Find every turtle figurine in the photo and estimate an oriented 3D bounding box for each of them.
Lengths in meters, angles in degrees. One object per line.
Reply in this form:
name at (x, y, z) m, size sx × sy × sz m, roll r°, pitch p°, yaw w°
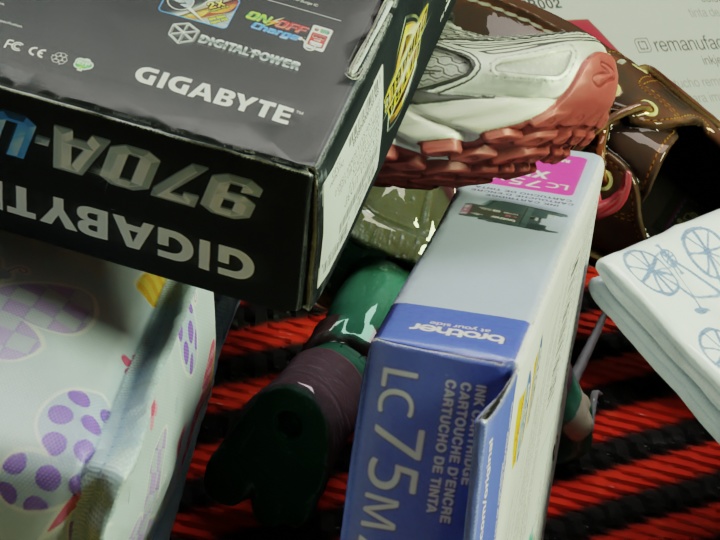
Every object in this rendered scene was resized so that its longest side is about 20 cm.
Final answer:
turtle figurine at (0.000, 0.000, 0.878) m, size 0.149 × 0.101 × 0.200 m, roll 24°, pitch 27°, yaw 22°

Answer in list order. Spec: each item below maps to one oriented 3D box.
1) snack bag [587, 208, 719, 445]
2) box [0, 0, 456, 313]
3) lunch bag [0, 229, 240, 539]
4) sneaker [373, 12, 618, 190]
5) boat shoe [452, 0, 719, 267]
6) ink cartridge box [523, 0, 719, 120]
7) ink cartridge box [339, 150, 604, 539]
snack bag at (0.172, 0.055, 0.831) m, size 0.200 × 0.021 × 0.188 m, roll 52°, pitch 34°, yaw 15°
box at (-0.079, -0.083, 0.665) m, size 0.199 × 0.046 × 0.159 m, roll 15°, pitch 47°, yaw 9°
lunch bag at (-0.120, 0.014, 0.692) m, size 0.169 × 0.128 × 0.200 m, roll 15°, pitch 26°, yaw 3°
sneaker at (-0.030, -0.069, 0.729) m, size 0.199 × 0.083 × 0.078 m, roll 14°, pitch 3°, yaw 24°
boat shoe at (0.089, -0.034, 0.961) m, size 0.199 × 0.071 × 0.070 m, roll 31°, pitch -12°, yaw -11°
ink cartridge box at (0.055, -0.116, 1.093) m, size 0.147 × 0.086 × 0.201 m, roll -7°, pitch 66°, yaw -41°
ink cartridge box at (0.024, 0.052, 0.715) m, size 0.042 × 0.120 × 0.200 m, roll 9°, pitch 20°, yaw 6°
